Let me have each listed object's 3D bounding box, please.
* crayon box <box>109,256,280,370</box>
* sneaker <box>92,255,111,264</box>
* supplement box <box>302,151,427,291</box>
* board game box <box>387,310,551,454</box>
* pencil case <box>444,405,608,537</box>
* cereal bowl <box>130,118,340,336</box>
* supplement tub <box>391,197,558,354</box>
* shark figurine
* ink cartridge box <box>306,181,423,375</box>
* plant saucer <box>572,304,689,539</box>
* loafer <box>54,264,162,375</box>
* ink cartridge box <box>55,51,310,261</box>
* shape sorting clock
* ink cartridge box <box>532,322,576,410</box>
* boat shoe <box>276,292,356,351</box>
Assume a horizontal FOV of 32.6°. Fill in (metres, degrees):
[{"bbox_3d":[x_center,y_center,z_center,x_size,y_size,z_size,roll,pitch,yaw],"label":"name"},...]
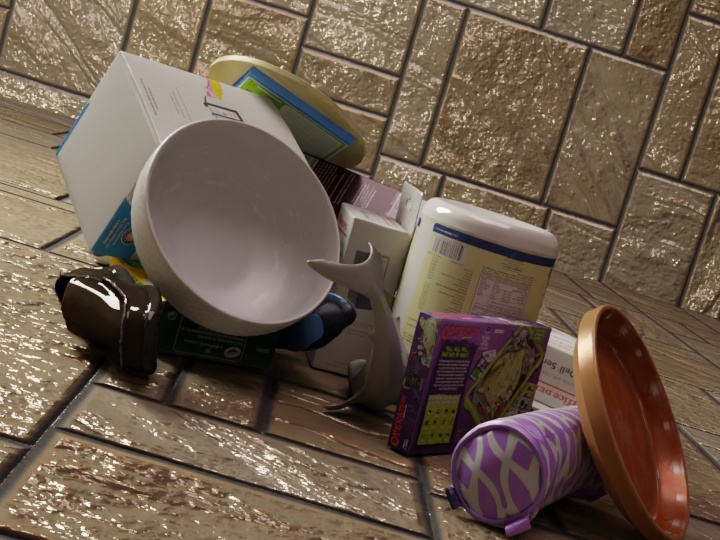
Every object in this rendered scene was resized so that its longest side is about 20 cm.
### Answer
[{"bbox_3d":[-0.175,0.035,1.213,0.125,0.052,0.200,13,10,-30],"label":"crayon box"},{"bbox_3d":[-0.250,-0.098,1.430,0.085,0.200,0.075,49,-7,-35],"label":"sneaker"},{"bbox_3d":[-0.026,-0.062,1.420,0.198,0.061,0.109,23,-35,13],"label":"supplement box"},{"bbox_3d":[0.103,0.102,1.109,0.032,0.121,0.199,22,8,36],"label":"board game box"},{"bbox_3d":[0.146,0.155,0.984,0.199,0.084,0.086,0,57,-60],"label":"pencil case"},{"bbox_3d":[-0.121,-0.031,1.114,0.198,0.202,0.083,13,-28,-32],"label":"cereal bowl"},{"bbox_3d":[0.104,0.041,1.231,0.143,0.202,0.145,16,8,-2],"label":"supplement tub"},{"bbox_3d":[0.002,0.084,1.090,0.089,0.216,0.129,-24,57,-15],"label":"shark figurine"},{"bbox_3d":[0.000,0.000,1.291,0.067,0.202,0.117,15,7,-10],"label":"ink cartridge box"},{"bbox_3d":[0.225,0.129,1.032,0.032,0.203,0.200,-21,-11,26],"label":"plant saucer"},{"bbox_3d":[-0.219,0.042,1.047,0.071,0.074,0.200,3,8,-25],"label":"loafer"},{"bbox_3d":[-0.177,-0.102,1.259,0.199,0.148,0.145,11,39,-43],"label":"ink cartridge box"},{"bbox_3d":[-0.082,-0.178,1.386,0.198,0.040,0.200,23,-21,10],"label":"shape sorting clock"},{"bbox_3d":[0.225,0.116,1.396,0.116,0.068,0.200,23,8,6],"label":"ink cartridge box"},{"bbox_3d":[-0.068,0.046,1.232,0.068,0.085,0.199,-15,20,-26],"label":"boat shoe"}]
